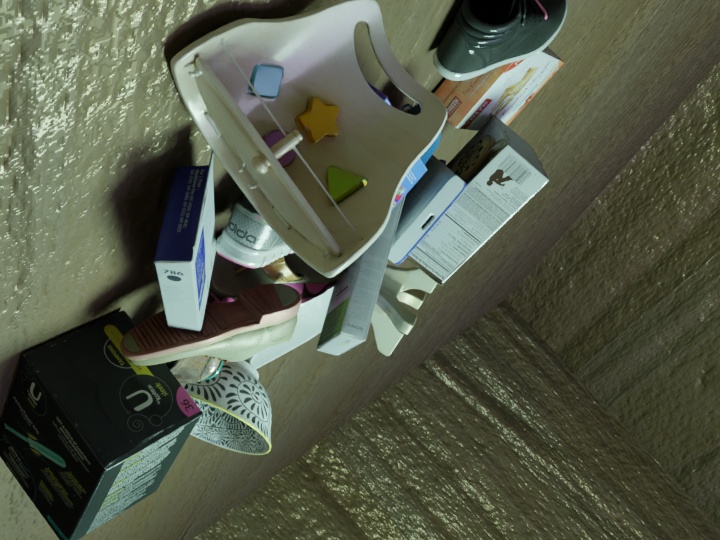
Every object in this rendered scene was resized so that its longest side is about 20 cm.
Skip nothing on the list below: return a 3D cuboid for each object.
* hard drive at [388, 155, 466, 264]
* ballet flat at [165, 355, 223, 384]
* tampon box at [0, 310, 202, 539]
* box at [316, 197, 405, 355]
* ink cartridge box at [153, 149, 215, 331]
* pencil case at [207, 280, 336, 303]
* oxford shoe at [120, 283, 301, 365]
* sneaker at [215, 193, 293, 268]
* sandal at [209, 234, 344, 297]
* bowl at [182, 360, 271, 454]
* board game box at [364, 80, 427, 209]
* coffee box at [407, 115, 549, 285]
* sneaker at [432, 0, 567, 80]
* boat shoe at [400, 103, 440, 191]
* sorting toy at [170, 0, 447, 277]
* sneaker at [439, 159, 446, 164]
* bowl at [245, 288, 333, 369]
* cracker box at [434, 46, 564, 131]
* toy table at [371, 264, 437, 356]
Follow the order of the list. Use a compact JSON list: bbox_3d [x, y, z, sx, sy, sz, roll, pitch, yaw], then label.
[{"bbox_3d":[0.068,-0.091,1.118,0.132,0.025,0.200,-50,-163,9],"label":"hard drive"},{"bbox_3d":[-0.246,0.108,0.989,0.200,0.068,0.067,-22,137,34],"label":"ballet flat"},{"bbox_3d":[-0.288,0.173,0.913,0.126,0.150,0.200,-28,161,-45],"label":"tampon box"},{"bbox_3d":[0.000,0.000,1.041,0.144,0.036,0.200,139,-30,-72],"label":"box"},{"bbox_3d":[-0.161,-0.024,0.783,0.200,0.039,0.100,111,-13,-63],"label":"ink cartridge box"},{"bbox_3d":[-0.121,0.013,1.024,0.200,0.091,0.094,-29,156,-37],"label":"pencil case"},{"bbox_3d":[-0.155,0.075,0.901,0.200,0.071,0.074,-13,128,-25],"label":"oxford shoe"},{"bbox_3d":[-0.077,-0.070,0.909,0.200,0.074,0.087,-33,155,-59],"label":"sneaker"},{"bbox_3d":[-0.088,-0.013,0.967,0.200,0.080,0.054,-4,179,-38],"label":"sandal"},{"bbox_3d":[-0.200,0.171,1.171,0.201,0.201,0.094,112,0,-62],"label":"bowl"},{"bbox_3d":[-0.010,-0.093,0.829,0.134,0.045,0.200,-49,161,0],"label":"board game box"},{"bbox_3d":[0.142,-0.092,1.110,0.200,0.080,0.113,-46,-160,22],"label":"coffee box"},{"bbox_3d":[0.177,-0.287,0.943,0.200,0.071,0.099,-31,168,-24],"label":"sneaker"},{"bbox_3d":[0.039,-0.148,1.019,0.084,0.069,0.200,-22,165,-21],"label":"boat shoe"},{"bbox_3d":[-0.025,-0.127,0.685,0.180,0.200,0.107,-38,-168,-12],"label":"sorting toy"},{"bbox_3d":[0.058,-0.090,1.258,0.200,0.088,0.074,-23,151,31],"label":"sneaker"},{"bbox_3d":[-0.093,0.041,1.217,0.200,0.075,0.200,-28,162,-46],"label":"bowl"},{"bbox_3d":[0.185,-0.251,1.113,0.134,0.058,0.200,-48,165,24],"label":"cracker box"},{"bbox_3d":[0.047,0.038,1.387,0.184,0.117,0.200,-58,179,30],"label":"toy table"}]
